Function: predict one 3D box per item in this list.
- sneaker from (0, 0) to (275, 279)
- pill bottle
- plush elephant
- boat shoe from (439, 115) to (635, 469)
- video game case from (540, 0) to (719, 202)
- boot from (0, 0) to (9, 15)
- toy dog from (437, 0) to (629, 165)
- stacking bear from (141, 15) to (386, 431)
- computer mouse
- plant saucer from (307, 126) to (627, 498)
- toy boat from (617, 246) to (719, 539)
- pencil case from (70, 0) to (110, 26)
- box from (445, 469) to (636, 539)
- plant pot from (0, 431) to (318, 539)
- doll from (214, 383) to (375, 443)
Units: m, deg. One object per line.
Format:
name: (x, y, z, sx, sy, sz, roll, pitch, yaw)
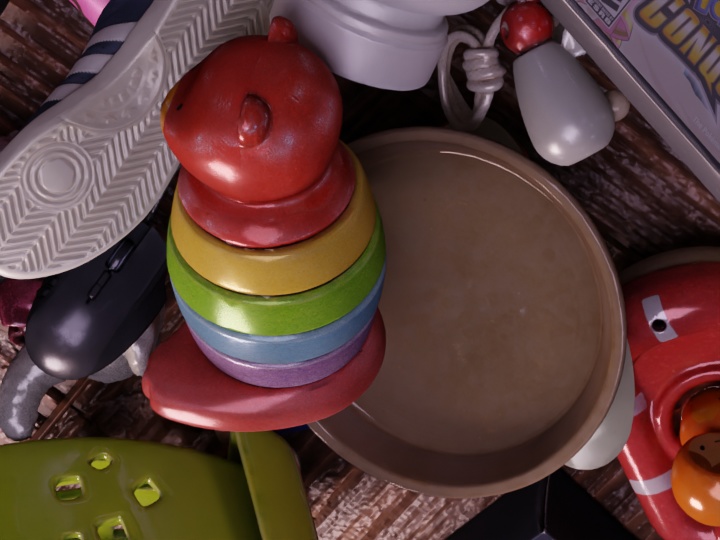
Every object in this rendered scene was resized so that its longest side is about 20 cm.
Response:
sneaker: (-0.120, -0.081, 1.224, 0.200, 0.085, 0.075, -46, 116, -2)
pill bottle: (0.031, -0.188, 1.142, 0.112, 0.112, 0.200, 21, 114, -5)
plush elephant: (-0.177, 0.014, 1.357, 0.200, 0.165, 0.155, -37, 84, 0)
boat shoe: (0.090, 0.011, 1.335, 0.071, 0.063, 0.201, -25, 89, -4)
video game case: (0.186, -0.143, 1.168, 0.200, 0.025, 0.181, 45, 74, -21)
boot: (-0.122, -0.174, 1.168, 0.157, 0.080, 0.212, 24, 127, 1)
toy dog: (0.100, -0.162, 1.244, 0.096, 0.132, 0.201, -15, 109, -25)
stacking bear: (-0.045, -0.027, 1.175, 0.113, 0.122, 0.200, 13, 141, 14)
computer mouse: (-0.104, -0.030, 1.262, 0.059, 0.034, 0.200, 33, 92, -2)
plant saucer: (0.043, 0.021, 1.287, 0.199, 0.029, 0.201, 7, 110, 19)
toy boat: (0.196, 0.089, 1.369, 0.130, 0.131, 0.200, -20, 115, 18)
pencil case: (-0.126, -0.160, 1.296, 0.200, 0.094, 0.091, 47, 70, -18)
box: (0.088, 0.230, 1.498, 0.141, 0.079, 0.200, 43, 116, -14)
plant pot: (-0.109, 0.202, 1.399, 0.181, 0.201, 0.199, -13, 157, -10)
doll: (0.018, 0.068, 1.399, 0.199, 0.136, 0.049, -9, 76, 17)
